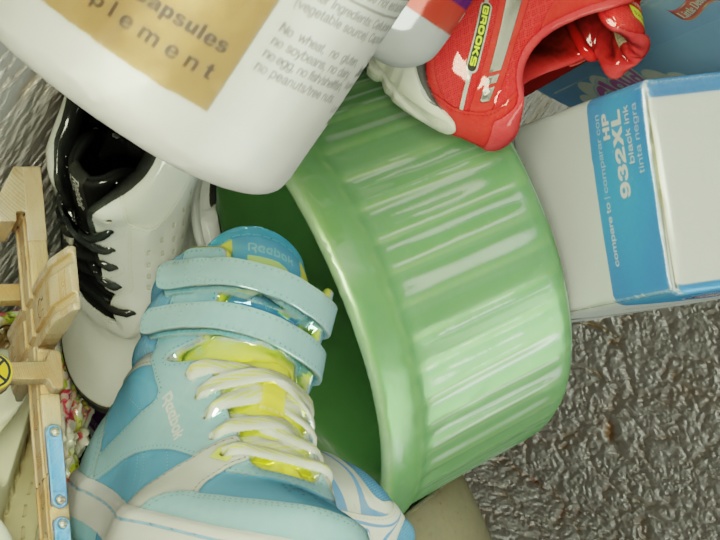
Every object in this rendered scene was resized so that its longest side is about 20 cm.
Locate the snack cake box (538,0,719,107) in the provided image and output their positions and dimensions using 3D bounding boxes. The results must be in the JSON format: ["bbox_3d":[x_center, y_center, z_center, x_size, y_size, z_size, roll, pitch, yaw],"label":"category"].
[{"bbox_3d":[0.149,-0.136,1.129,0.115,0.067,0.200,-66,-165,-14],"label":"snack cake box"}]

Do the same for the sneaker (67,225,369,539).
[{"bbox_3d":[-0.039,0.048,0.908,0.200,0.079,0.131,7,-106,63],"label":"sneaker"}]

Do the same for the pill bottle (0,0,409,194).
[{"bbox_3d":[-0.019,-0.133,0.794,0.200,0.114,0.114,-56,172,10],"label":"pill bottle"}]

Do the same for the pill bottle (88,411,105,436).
[{"bbox_3d":[-0.061,0.044,1.237,0.200,0.112,0.112,-56,172,15],"label":"pill bottle"}]

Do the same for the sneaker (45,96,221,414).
[{"bbox_3d":[-0.091,-0.024,0.984,0.080,0.074,0.200,-37,147,-47],"label":"sneaker"}]

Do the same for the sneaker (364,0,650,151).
[{"bbox_3d":[0.083,-0.115,1.025,0.200,0.085,0.077,-47,172,-29],"label":"sneaker"}]

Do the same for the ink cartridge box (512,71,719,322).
[{"bbox_3d":[0.135,-0.029,1.079,0.145,0.084,0.200,-9,177,-23],"label":"ink cartridge box"}]

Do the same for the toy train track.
[{"bbox_3d":[-0.122,0.061,0.932,0.115,0.032,0.201,131,-46,-64],"label":"toy train track"}]

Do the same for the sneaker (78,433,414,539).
[{"bbox_3d":[-0.062,0.105,1.044,0.200,0.072,0.072,-1,-116,47],"label":"sneaker"}]

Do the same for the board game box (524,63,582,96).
[{"bbox_3d":[0.069,-0.144,1.191,0.152,0.046,0.200,-66,-165,-18],"label":"board game box"}]

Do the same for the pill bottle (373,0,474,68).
[{"bbox_3d":[0.029,-0.177,0.902,0.200,0.112,0.112,-55,172,6],"label":"pill bottle"}]

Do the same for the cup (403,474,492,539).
[{"bbox_3d":[-0.004,0.198,1.140,0.200,0.143,0.200,-33,180,0],"label":"cup"}]

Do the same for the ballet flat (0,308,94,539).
[{"bbox_3d":[-0.149,0.095,1.022,0.064,0.075,0.200,85,7,-48],"label":"ballet flat"}]

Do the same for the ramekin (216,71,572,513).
[{"bbox_3d":[0.000,0.000,1.073,0.098,0.200,0.200,-23,159,-22],"label":"ramekin"}]
